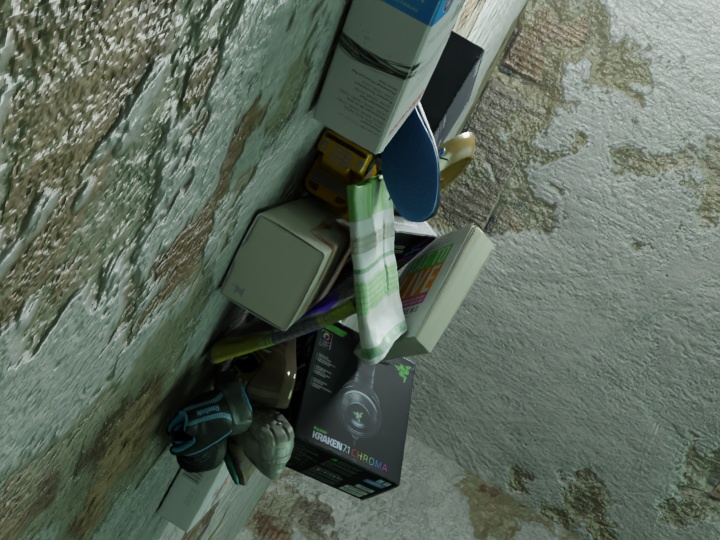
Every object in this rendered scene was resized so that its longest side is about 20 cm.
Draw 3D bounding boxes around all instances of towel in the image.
[{"bbox_3d":[0.022,-0.007,1.033,0.149,0.030,0.202,-41,128,-72],"label":"towel"},{"bbox_3d":[-0.081,0.061,1.078,0.199,0.023,0.144,-19,-175,16],"label":"towel"}]

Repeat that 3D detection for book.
[{"bbox_3d":[0.084,0.035,1.196,0.133,0.048,0.201,-18,-148,50],"label":"book"}]

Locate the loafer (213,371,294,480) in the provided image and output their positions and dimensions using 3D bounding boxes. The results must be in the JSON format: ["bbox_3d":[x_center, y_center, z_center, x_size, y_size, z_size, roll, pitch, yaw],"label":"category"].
[{"bbox_3d":[-0.142,0.189,1.120,0.200,0.069,0.070,-139,-125,-58],"label":"loafer"}]

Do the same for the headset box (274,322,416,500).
[{"bbox_3d":[-0.025,0.180,1.208,0.093,0.174,0.201,-34,-146,44],"label":"headset box"}]

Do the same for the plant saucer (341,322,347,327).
[{"bbox_3d":[-0.105,0.147,1.426,0.200,0.039,0.202,-25,-142,21],"label":"plant saucer"}]

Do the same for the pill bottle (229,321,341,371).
[{"bbox_3d":[-0.107,0.125,1.312,0.200,0.112,0.113,-57,174,-41],"label":"pill bottle"}]

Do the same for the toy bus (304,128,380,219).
[{"bbox_3d":[-0.022,-0.114,1.103,0.079,0.065,0.200,-59,175,-1],"label":"toy bus"}]

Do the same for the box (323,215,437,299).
[{"bbox_3d":[0.000,0.000,1.224,0.200,0.036,0.143,-40,163,20],"label":"box"}]

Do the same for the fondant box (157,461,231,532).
[{"bbox_3d":[-0.233,0.308,1.401,0.145,0.058,0.200,-61,174,5],"label":"fondant box"}]

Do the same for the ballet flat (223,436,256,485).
[{"bbox_3d":[-0.165,0.226,1.195,0.067,0.069,0.200,-21,-162,-18],"label":"ballet flat"}]

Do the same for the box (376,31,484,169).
[{"bbox_3d":[0.076,-0.222,1.244,0.183,0.104,0.200,-58,175,-8],"label":"box"}]

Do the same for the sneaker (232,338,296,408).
[{"bbox_3d":[-0.126,0.109,1.144,0.200,0.075,0.071,-118,-136,-73],"label":"sneaker"}]

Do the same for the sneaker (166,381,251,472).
[{"bbox_3d":[-0.198,0.191,1.061,0.081,0.074,0.200,-12,155,-32],"label":"sneaker"}]

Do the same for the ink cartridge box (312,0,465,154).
[{"bbox_3d":[0.039,-0.240,0.891,0.146,0.084,0.201,-56,174,-49],"label":"ink cartridge box"}]

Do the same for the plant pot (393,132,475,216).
[{"bbox_3d":[0.081,-0.113,1.206,0.199,0.028,0.200,-36,172,-6],"label":"plant pot"}]

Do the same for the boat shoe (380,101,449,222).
[{"bbox_3d":[0.062,-0.156,1.049,0.069,0.084,0.202,0,81,-71],"label":"boat shoe"}]

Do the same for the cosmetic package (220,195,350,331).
[{"bbox_3d":[-0.073,-0.014,1.017,0.104,0.087,0.200,-61,175,16],"label":"cosmetic package"}]
